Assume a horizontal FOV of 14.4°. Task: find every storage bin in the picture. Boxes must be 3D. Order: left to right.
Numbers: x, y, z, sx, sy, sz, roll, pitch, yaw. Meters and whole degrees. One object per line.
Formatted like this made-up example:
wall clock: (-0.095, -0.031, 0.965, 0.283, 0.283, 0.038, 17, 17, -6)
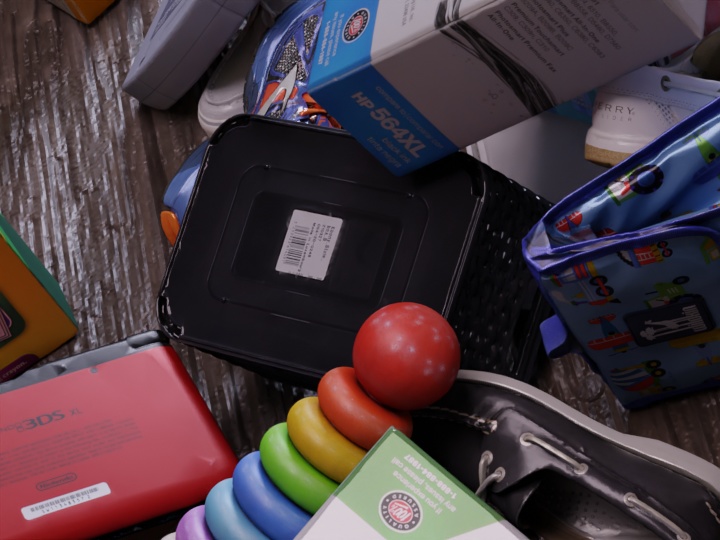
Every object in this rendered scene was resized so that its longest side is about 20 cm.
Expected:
storage bin: (0.000, 0.000, 1.579, 0.200, 0.094, 0.135, 13, 82, 38)

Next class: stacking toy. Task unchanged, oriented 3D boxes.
stacking toy: (-0.019, 0.101, 1.443, 0.200, 0.085, 0.085, -51, 40, 18)

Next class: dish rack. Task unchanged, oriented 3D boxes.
dish rack: (0.138, -0.082, 1.636, 0.172, 0.044, 0.200, -23, 43, 13)

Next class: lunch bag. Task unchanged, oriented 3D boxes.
lunch bag: (0.180, -0.010, 1.458, 0.200, 0.151, 0.094, -26, 53, 11)

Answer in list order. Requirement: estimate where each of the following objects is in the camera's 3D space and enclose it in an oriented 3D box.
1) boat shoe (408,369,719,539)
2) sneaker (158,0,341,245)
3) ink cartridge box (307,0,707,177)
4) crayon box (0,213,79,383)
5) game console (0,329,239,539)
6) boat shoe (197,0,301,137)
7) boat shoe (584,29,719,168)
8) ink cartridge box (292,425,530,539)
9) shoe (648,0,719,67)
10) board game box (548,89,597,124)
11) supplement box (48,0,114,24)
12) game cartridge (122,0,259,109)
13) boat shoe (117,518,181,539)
boat shoe: (0.093, 0.109, 1.441, 0.200, 0.074, 0.060, 21, 45, 17)
sneaker: (-0.036, -0.085, 1.724, 0.078, 0.075, 0.200, 17, 71, 46)
ink cartridge box: (0.081, -0.155, 1.478, 0.200, 0.084, 0.146, -22, 39, 34)
crayon box: (-0.298, 0.025, 1.713, 0.200, 0.173, 0.058, -33, 43, 2)
game console: (-0.190, 0.117, 1.587, 0.200, 0.119, 0.172, -17, 54, -22)
boat shoe: (-0.036, -0.168, 1.800, 0.200, 0.069, 0.072, -44, 43, -10)
boat shoe: (0.200, -0.093, 1.512, 0.071, 0.069, 0.200, 14, 16, 43)
ink cartridge box: (0.011, 0.201, 1.378, 0.145, 0.084, 0.200, 39, 85, 20)
shoe: (0.154, -0.194, 1.581, 0.091, 0.071, 0.200, -28, 47, 2)
board game box: (0.138, -0.183, 1.662, 0.151, 0.047, 0.200, 19, 63, 41)
supplement box: (-0.214, -0.267, 1.995, 0.126, 0.074, 0.200, -45, 43, -12)
game cartridge: (-0.088, -0.184, 1.796, 0.200, 0.041, 0.133, -43, 18, 57)
boat shoe: (-0.179, 0.167, 1.586, 0.200, 0.072, 0.076, -27, 43, 8)
